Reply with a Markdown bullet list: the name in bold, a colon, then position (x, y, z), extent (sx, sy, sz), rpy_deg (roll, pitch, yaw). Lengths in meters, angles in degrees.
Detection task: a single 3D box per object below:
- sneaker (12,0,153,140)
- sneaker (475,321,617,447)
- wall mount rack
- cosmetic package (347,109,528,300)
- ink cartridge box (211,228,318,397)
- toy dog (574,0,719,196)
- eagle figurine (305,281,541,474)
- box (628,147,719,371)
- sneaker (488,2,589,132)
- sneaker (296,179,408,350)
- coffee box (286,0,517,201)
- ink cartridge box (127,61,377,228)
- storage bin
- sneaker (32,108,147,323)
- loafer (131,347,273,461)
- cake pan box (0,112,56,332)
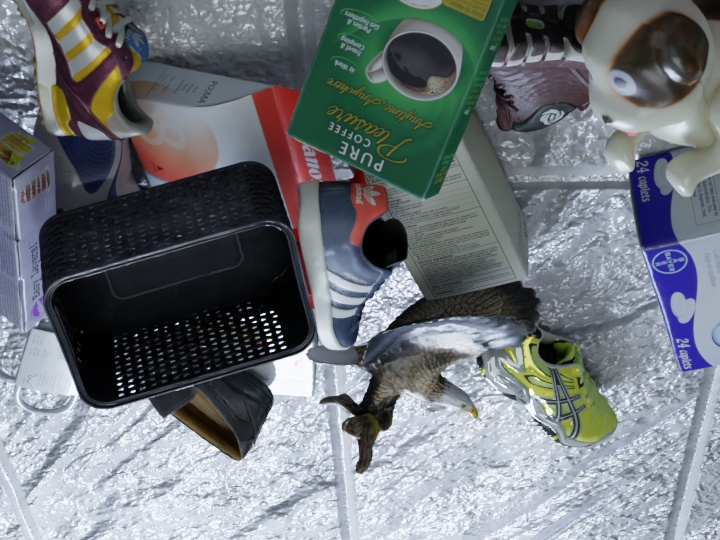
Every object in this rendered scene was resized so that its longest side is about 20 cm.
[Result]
- **sneaker**: position (-0.204, -0.190, 1.035), extent (0.089, 0.075, 0.201), rpy_deg (5, 131, 10)
- **sneaker**: position (0.202, 0.114, 1.380), extent (0.076, 0.076, 0.199), rpy_deg (-31, 130, 33)
- **wall mount rack**: position (-0.322, 0.057, 1.342), extent (0.172, 0.075, 0.201), rpy_deg (12, 138, -16)
- **cosmetic package**: position (0.068, -0.070, 1.178), extent (0.104, 0.072, 0.201), rpy_deg (-12, 137, 18)
- **ink cartridge box**: position (-0.096, 0.032, 1.302), extent (0.115, 0.068, 0.201), rpy_deg (3, 139, 1)
- **toy dog**: position (0.247, -0.148, 0.996), extent (0.198, 0.140, 0.195), rpy_deg (-1, 123, -37)
- **eagle figurine**: position (0.064, 0.077, 1.254), extent (0.150, 0.152, 0.201), rpy_deg (24, 113, -39)
- **box**: position (0.353, -0.021, 1.199), extent (0.198, 0.106, 0.185), rpy_deg (-13, 137, 16)
- **sneaker**: position (0.103, -0.156, 1.080), extent (0.198, 0.076, 0.116), rpy_deg (9, 141, -9)
- **sneaker**: position (0.000, 0.000, 1.140), extent (0.084, 0.076, 0.201), rpy_deg (-5, 146, 3)
- **coffee box**: position (0.036, -0.166, 0.991), extent (0.122, 0.044, 0.202), rpy_deg (24, 106, 14)
- **ink cartridge box**: position (-0.093, -0.084, 1.134), extent (0.198, 0.050, 0.163), rpy_deg (16, 145, 25)
- **storage bin**: position (-0.146, 0.011, 1.102), extent (0.198, 0.094, 0.136), rpy_deg (-16, 127, -5)
- **sneaker**: position (-0.224, -0.066, 1.190), extent (0.080, 0.115, 0.201), rpy_deg (-7, 108, 4)
- **loafer**: position (-0.171, 0.106, 1.290), extent (0.199, 0.073, 0.073), rpy_deg (31, 137, -19)
- **cake pan box**: position (-0.333, -0.064, 1.147), extent (0.183, 0.052, 0.201), rpy_deg (35, 142, 21)
